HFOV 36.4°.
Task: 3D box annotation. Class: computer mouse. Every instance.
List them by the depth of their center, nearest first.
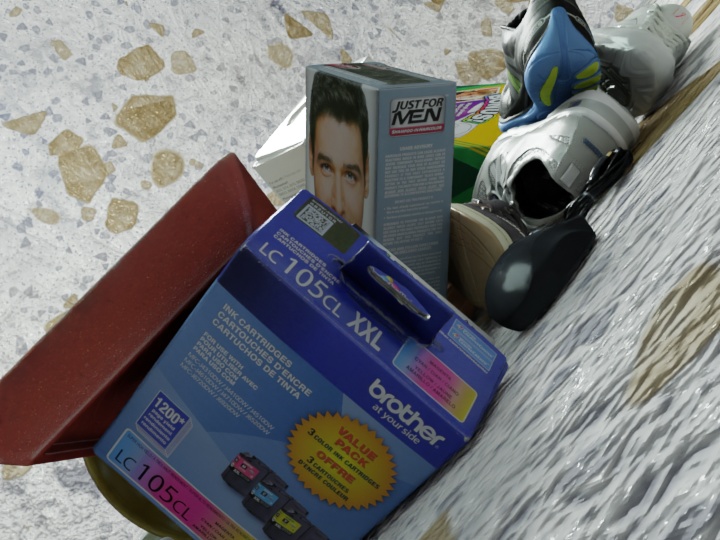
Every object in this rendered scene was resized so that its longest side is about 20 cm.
[{"bbox_3d":[0.118,-0.029,0.644,0.059,0.034,0.200,-51,-2,39],"label":"computer mouse"}]

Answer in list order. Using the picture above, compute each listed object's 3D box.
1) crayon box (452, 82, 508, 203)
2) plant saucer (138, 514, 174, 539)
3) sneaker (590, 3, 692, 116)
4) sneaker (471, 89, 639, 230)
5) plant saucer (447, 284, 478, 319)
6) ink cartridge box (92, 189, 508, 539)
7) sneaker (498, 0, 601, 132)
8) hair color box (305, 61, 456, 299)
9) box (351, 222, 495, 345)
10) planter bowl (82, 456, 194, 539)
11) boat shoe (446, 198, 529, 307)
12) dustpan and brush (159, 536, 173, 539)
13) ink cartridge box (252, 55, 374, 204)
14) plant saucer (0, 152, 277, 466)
[{"bbox_3d":[0.119,-0.120,0.995,0.172,0.058,0.200,-1,25,24],"label":"crayon box"},{"bbox_3d":[-0.153,0.263,0.875,0.200,0.050,0.200,-52,-16,-22],"label":"plant saucer"},{"bbox_3d":[0.223,-0.179,0.873,0.099,0.078,0.200,-42,4,7],"label":"sneaker"},{"bbox_3d":[0.122,-0.065,0.815,0.082,0.075,0.200,-48,-1,-23],"label":"sneaker"},{"bbox_3d":[0.046,0.063,0.908,0.200,0.032,0.200,-50,-1,-2],"label":"plant saucer"},{"bbox_3d":[-0.025,0.058,0.540,0.200,0.136,0.076,-50,0,32],"label":"ink cartridge box"},{"bbox_3d":[0.142,-0.155,0.832,0.071,0.083,0.200,-6,-10,1],"label":"sneaker"},{"bbox_3d":[0.010,-0.031,0.726,0.060,0.201,0.099,-9,21,-29],"label":"hair color box"},{"bbox_3d":[-0.015,0.071,0.687,0.200,0.110,0.035,-50,-1,44],"label":"box"},{"bbox_3d":[-0.110,0.096,0.825,0.201,0.200,0.083,-50,16,-1],"label":"planter bowl"},{"bbox_3d":[0.085,-0.019,0.756,0.065,0.072,0.200,-19,5,-10],"label":"boat shoe"},{"bbox_3d":[-0.116,0.227,0.770,0.140,0.057,0.200,-48,-31,-24],"label":"dustpan and brush"},{"bbox_3d":[0.011,-0.088,1.094,0.084,0.200,0.146,-16,33,47],"label":"ink cartridge box"},{"bbox_3d":[-0.114,0.037,0.609,0.200,0.037,0.200,-46,-7,-3],"label":"plant saucer"}]
